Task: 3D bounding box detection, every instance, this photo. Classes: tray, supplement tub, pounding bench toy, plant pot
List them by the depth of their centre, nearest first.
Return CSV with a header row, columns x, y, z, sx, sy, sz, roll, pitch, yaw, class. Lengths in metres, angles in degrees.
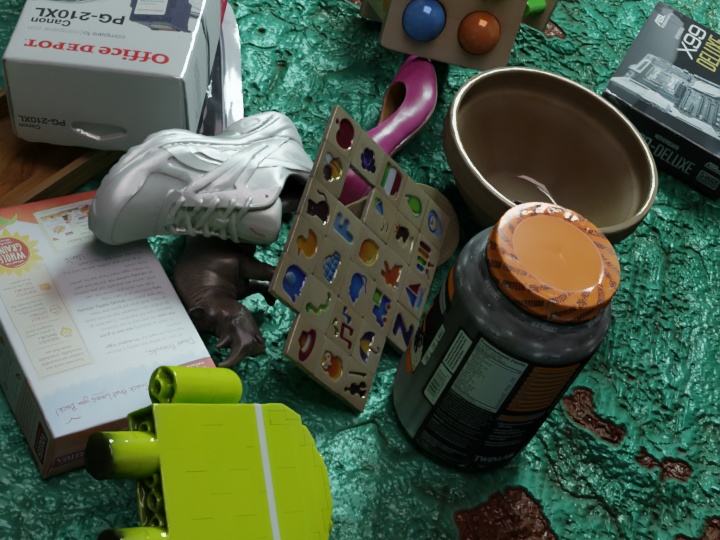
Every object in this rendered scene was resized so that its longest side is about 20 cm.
x,y,z,sx,sy,sz,roll,pitch,yaw,class
0.108,0.049,0.997,0.122,0.200,0.123,12,47,-13,supplement tub
-0.265,-0.103,1.085,0.098,0.037,0.200,38,49,11,tray
0.158,-0.082,1.204,0.200,0.093,0.202,12,47,-13,plant pot
0.118,-0.266,1.283,0.199,0.125,0.156,11,21,-14,pounding bench toy

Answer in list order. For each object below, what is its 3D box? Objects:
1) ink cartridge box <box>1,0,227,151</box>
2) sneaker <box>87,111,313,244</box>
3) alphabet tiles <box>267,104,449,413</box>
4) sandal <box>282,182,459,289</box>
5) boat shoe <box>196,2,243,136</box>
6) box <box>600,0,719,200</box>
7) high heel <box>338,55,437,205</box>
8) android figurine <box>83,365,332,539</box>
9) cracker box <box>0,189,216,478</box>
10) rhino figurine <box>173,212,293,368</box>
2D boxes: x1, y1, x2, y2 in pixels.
x,y,z,sx,sy,sz,roll,pitch,yaw,class
-0.195,-0.196,1.094,0.144,0.085,0.201,6,48,1,ink cartridge box
-0.106,-0.056,1.000,0.199,0.078,0.099,-24,59,-34,sneaker
0.000,0.000,1.045,0.167,0.008,0.201,42,56,-41,alphabet tiles
-0.006,-0.027,1.103,0.211,0.069,0.078,-16,102,-50,sandal
-0.144,-0.164,1.171,0.066,0.070,0.201,6,57,-20,boat shoe
0.341,-0.182,1.394,0.157,0.050,0.200,32,47,6,box
0.009,-0.135,1.206,0.096,0.067,0.201,24,59,-16,high heel
-0.092,0.152,0.893,0.199,0.041,0.183,5,69,-47,android figurine
-0.203,0.039,0.974,0.133,0.058,0.200,-13,57,-32,cracker box
-0.102,0.001,1.045,0.087,0.060,0.201,14,45,-14,rhino figurine
